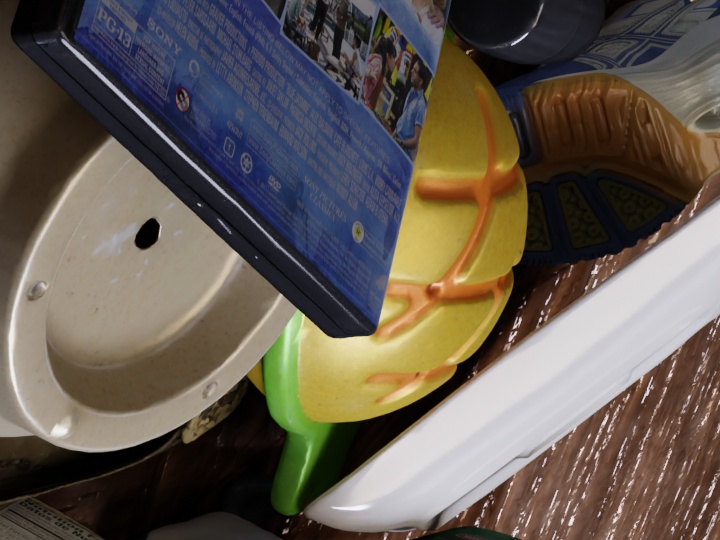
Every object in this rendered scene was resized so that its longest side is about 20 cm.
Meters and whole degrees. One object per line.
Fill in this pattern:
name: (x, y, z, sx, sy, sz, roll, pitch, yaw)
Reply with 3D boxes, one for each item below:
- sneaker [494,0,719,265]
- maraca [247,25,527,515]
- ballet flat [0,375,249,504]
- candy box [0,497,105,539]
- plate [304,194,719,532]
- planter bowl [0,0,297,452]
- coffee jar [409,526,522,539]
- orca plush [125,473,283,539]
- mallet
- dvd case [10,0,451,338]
sneaker: (0.104, -0.063, 0.966, 0.199, 0.088, 0.076, -18, 117, -12)
maraca: (0.000, 0.000, 0.853, 0.137, 0.107, 0.200, -53, 159, -38)
ballet flat: (-0.103, 0.054, 0.825, 0.200, 0.046, 0.068, -9, 127, -49)
candy box: (-0.141, 0.150, 0.781, 0.117, 0.056, 0.200, -62, 173, 10)
plate: (0.075, 0.045, 0.953, 0.199, 0.032, 0.200, -38, 173, 1)
planter bowl: (-0.090, -0.033, 0.680, 0.200, 0.135, 0.201, -33, 143, -29)
coffee jar: (0.000, 0.149, 0.886, 0.200, 0.104, 0.086, -5, 109, -49)
orca plush: (-0.045, 0.137, 0.990, 0.200, 0.071, 0.106, -5, 79, -56)
mallet: (0.117, -0.136, 0.820, 0.200, 0.041, 0.066, -37, 166, 13)
dvd case: (-0.017, -0.103, 0.626, 0.143, 0.017, 0.201, 44, 50, -46)
